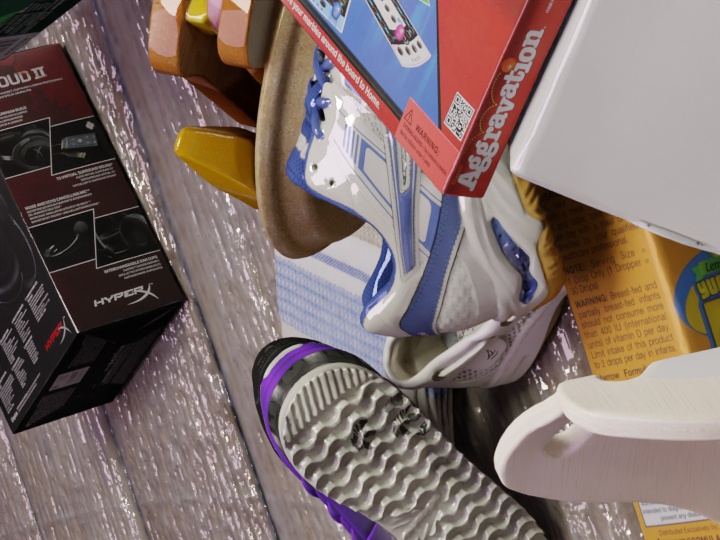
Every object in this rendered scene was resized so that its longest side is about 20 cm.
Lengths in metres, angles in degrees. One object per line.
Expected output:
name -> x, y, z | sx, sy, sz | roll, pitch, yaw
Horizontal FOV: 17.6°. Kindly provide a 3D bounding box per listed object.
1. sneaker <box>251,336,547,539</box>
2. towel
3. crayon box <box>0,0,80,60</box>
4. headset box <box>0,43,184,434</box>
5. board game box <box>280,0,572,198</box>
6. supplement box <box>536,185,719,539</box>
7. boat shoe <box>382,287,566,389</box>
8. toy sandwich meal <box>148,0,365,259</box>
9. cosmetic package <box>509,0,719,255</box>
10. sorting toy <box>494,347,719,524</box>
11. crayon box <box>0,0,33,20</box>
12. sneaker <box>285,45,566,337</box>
sneaker -> 0.017, 0.100, 1.083 | 0.200, 0.070, 0.099 | 53, 171, -29
towel -> 0.000, 0.000, 1.144 | 0.147, 0.024, 0.201 | 23, 122, 55
crayon box -> -0.189, -0.208, 1.153 | 0.200, 0.058, 0.173 | -20, 83, 61
headset box -> -0.199, -0.026, 1.396 | 0.200, 0.077, 0.149 | 63, 147, 17
board game box -> 0.007, -0.122, 0.778 | 0.200, 0.019, 0.103 | 52, 127, 45
supplement box -> 0.135, 0.040, 0.906 | 0.069, 0.066, 0.201 | -21, 87, 59
boat shoe -> 0.058, -0.013, 0.999 | 0.071, 0.069, 0.200 | 53, 144, 31
toy sandwich meal -> -0.022, -0.100, 0.968 | 0.070, 0.205, 0.206 | 17, 125, 16
cosmetic package -> 0.131, -0.108, 0.719 | 0.081, 0.113, 0.200 | -84, 17, -69
sorting toy -> 0.141, 0.051, 0.753 | 0.200, 0.179, 0.107 | 127, 139, -73
crayon box -> -0.205, -0.207, 1.047 | 0.172, 0.058, 0.201 | -14, 89, 59
sneaker -> 0.007, -0.065, 0.864 | 0.075, 0.088, 0.201 | -88, -22, -76
